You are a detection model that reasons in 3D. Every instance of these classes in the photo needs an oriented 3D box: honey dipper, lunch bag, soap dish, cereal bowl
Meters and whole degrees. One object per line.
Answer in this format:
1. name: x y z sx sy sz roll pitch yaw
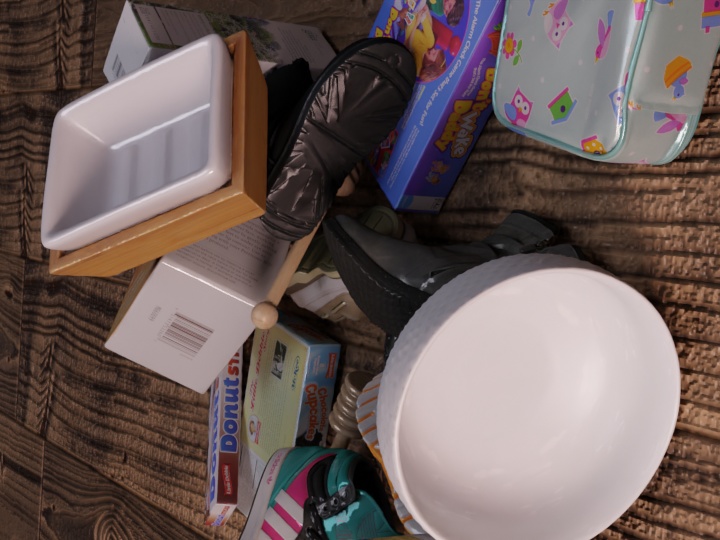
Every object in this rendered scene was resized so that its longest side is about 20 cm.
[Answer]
1. honey dipper: -0.043 -0.034 1.102 0.038 0.038 0.200 -29 31 54
2. lunch bag: 0.161 -0.177 0.847 0.160 0.077 0.201 30 114 56
3. soap dish: -0.163 -0.088 1.056 0.199 0.081 0.158 -20 55 27
4. honey dipper: -0.027 0.180 1.145 0.038 0.038 0.201 51 129 46
5. cereal bowl: 0.098 0.080 0.827 0.083 0.199 0.201 -141 59 -63

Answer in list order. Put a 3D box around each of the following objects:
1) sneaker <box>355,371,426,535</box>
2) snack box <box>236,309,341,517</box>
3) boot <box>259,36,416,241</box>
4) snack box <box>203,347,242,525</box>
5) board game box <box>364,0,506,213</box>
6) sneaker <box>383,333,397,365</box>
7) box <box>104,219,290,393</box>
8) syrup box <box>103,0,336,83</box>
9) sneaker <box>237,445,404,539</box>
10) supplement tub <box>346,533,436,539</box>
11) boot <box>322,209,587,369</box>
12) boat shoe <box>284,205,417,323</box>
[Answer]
1. sneaker: 0.049 0.149 1.008 0.200 0.078 0.077 -102 -11 -50
2. snack box: -0.074 0.148 1.237 0.116 0.037 0.201 28 112 57
3. boot: -0.041 -0.132 1.087 0.199 0.073 0.163 -56 28 19
4. snack box: -0.136 0.148 1.300 0.072 0.024 0.201 122 151 -58
5. board game box: 0.057 -0.165 1.041 0.135 0.045 0.200 60 136 40
6. sneaker: 0.066 0.069 0.991 0.201 0.090 0.076 -90 13 -46
7. box: -0.138 -0.017 1.211 0.152 0.106 0.200 -50 19 44
8. syrup box: -0.121 -0.180 1.179 0.082 0.199 0.079 -63 40 33
9. sneaker: -0.028 0.222 1.028 0.120 0.084 0.201 -14 44 30
10. supplement tub: 0.066 0.245 0.858 0.145 0.199 0.146 -6 82 57
11. boot: 0.070 -0.004 0.946 0.200 0.130 0.068 40 156 44
12. boat shoe: 0.000 0.000 1.098 0.075 0.068 0.200 -54 16 -21
